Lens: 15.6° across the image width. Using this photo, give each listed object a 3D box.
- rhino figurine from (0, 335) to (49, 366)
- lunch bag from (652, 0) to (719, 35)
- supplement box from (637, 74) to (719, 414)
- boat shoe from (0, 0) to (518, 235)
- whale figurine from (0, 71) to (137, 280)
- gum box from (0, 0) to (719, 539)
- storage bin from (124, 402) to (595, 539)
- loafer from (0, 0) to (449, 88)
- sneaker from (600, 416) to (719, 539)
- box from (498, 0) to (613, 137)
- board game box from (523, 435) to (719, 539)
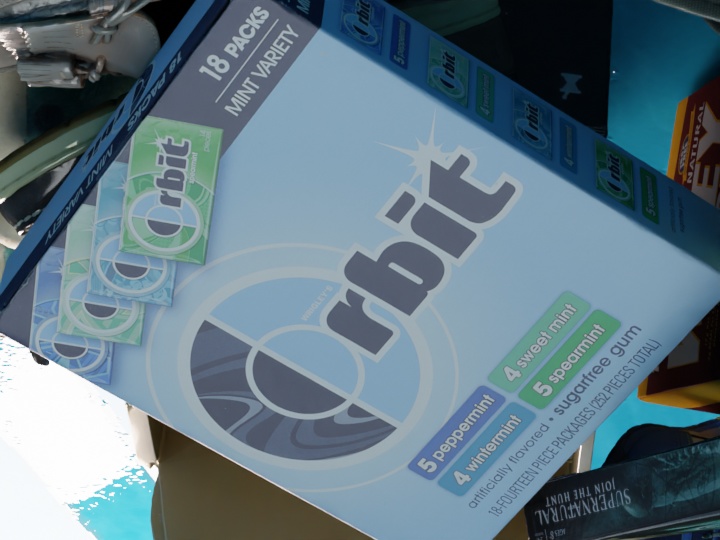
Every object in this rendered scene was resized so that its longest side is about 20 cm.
[{"bbox_3d":[-0.170,-0.001,1.266,0.087,0.060,0.200,1,155,-13],"label":"rhino figurine"},{"bbox_3d":[0.127,-0.164,0.830,0.199,0.165,0.118,22,141,-25],"label":"lunch bag"},{"bbox_3d":[0.236,-0.002,1.056,0.198,0.134,0.197,9,173,-7],"label":"supplement box"},{"bbox_3d":[-0.037,-0.048,0.953,0.200,0.066,0.072,-22,-176,1],"label":"boat shoe"},{"bbox_3d":[-0.127,-0.069,1.058,0.103,0.160,0.201,-5,135,-12],"label":"whale figurine"},{"bbox_3d":[0.000,0.000,0.912,0.199,0.045,0.170,29,123,-17],"label":"gum box"},{"bbox_3d":[-0.003,0.046,1.076,0.197,0.094,0.200,3,150,4],"label":"storage bin"},{"bbox_3d":[-0.061,-0.095,0.902,0.199,0.063,0.072,-19,172,7],"label":"loafer"},{"bbox_3d":[0.154,0.104,1.086,0.082,0.075,0.199,19,-162,31],"label":"sneaker"},{"bbox_3d":[0.020,-0.056,1.095,0.147,0.105,0.200,8,149,-3],"label":"box"},{"bbox_3d":[0.163,0.068,0.906,0.134,0.028,0.200,-4,170,-28],"label":"board game box"}]
